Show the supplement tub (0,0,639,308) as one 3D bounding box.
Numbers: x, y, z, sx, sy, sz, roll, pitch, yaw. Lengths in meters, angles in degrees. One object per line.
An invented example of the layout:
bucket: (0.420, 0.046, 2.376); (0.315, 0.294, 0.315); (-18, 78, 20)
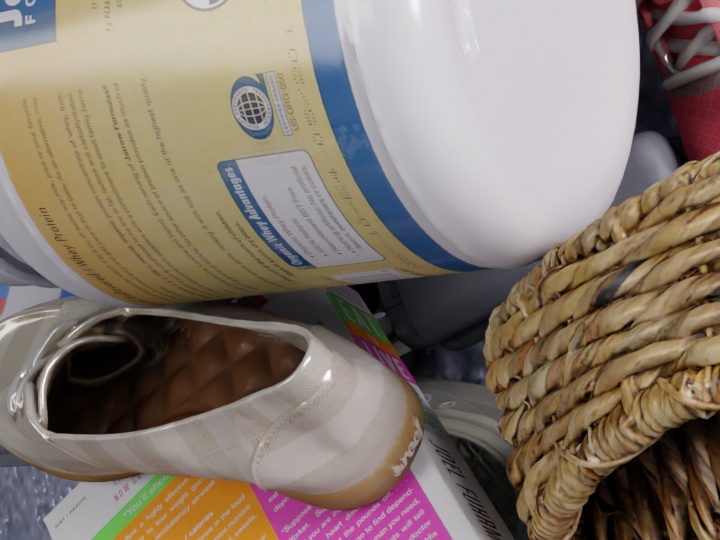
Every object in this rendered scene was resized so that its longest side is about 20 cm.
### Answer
supplement tub: (-0.033, -0.065, 0.642); (0.199, 0.144, 0.145); (-7, 84, 32)

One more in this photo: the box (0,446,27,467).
box: (-0.214, -0.014, 1.046); (0.199, 0.199, 0.131); (55, 133, 42)

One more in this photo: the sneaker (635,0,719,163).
sneaker: (0.100, -0.103, 0.673); (0.074, 0.087, 0.201); (-20, 73, 56)

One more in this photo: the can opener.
can opener: (0.038, 0.024, 0.741); (0.200, 0.053, 0.067); (-28, 75, 26)

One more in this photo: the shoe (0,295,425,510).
shoe: (-0.067, 0.033, 0.692); (0.199, 0.053, 0.070); (4, 66, 42)

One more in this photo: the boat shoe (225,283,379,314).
boat shoe: (0.000, 0.000, 0.842); (0.200, 0.071, 0.063); (-33, 58, 45)

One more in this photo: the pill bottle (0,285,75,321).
pill bottle: (-0.098, -0.053, 0.843); (0.112, 0.112, 0.201); (-3, 70, 56)

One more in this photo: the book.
book: (-0.015, 0.106, 0.665); (0.134, 0.048, 0.200); (-47, 41, 14)

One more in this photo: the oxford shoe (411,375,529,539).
oxford shoe: (0.011, 0.068, 0.823); (0.200, 0.058, 0.076); (7, 111, 49)

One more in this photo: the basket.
basket: (0.131, 0.051, 0.574); (0.200, 0.142, 0.150); (-36, 59, 51)
